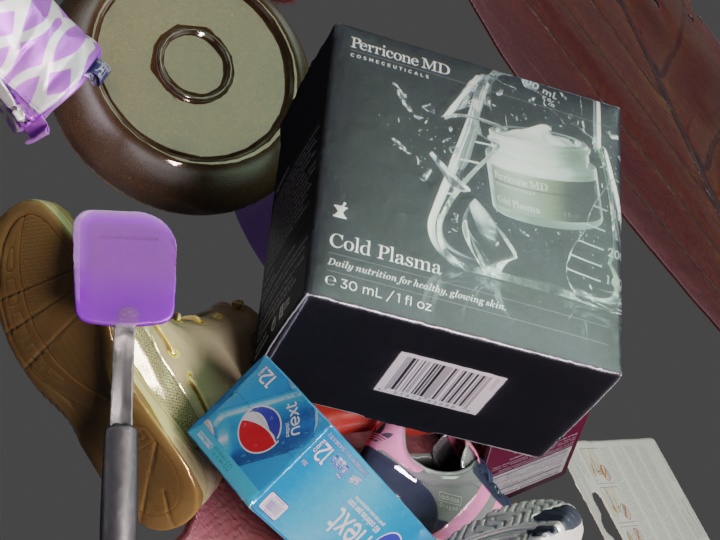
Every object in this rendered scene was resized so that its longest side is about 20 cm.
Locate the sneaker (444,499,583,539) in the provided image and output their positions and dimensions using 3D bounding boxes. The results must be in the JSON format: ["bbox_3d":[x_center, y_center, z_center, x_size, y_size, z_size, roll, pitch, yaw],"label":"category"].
[{"bbox_3d":[0.076,0.240,0.986,0.199,0.079,0.130,-42,112,-23],"label":"sneaker"}]

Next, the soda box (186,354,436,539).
[{"bbox_3d":[-0.021,0.132,0.965,0.068,0.064,0.200,43,-7,36],"label":"soda box"}]

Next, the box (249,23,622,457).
[{"bbox_3d":[0.049,-0.016,1.016,0.198,0.124,0.198,14,55,-14],"label":"box"}]

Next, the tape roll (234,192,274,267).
[{"bbox_3d":[-0.014,-0.040,1.300,0.200,0.065,0.201,40,27,-25],"label":"tape roll"}]

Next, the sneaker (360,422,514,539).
[{"bbox_3d":[0.078,0.156,1.130,0.199,0.083,0.070,19,-1,-37],"label":"sneaker"}]

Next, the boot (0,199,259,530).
[{"bbox_3d":[-0.125,0.037,0.982,0.201,0.072,0.155,58,27,-2],"label":"boot"}]

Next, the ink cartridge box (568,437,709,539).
[{"bbox_3d":[0.234,0.224,1.422,0.199,0.050,0.162,4,53,-54],"label":"ink cartridge box"}]

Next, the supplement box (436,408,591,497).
[{"bbox_3d":[0.105,0.079,1.200,0.201,0.085,0.111,95,-27,-61],"label":"supplement box"}]

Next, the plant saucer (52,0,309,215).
[{"bbox_3d":[-0.119,-0.137,1.150,0.198,0.032,0.202,9,67,-22],"label":"plant saucer"}]

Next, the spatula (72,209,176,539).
[{"bbox_3d":[-0.128,0.068,0.890,0.021,0.056,0.202,177,-86,-80],"label":"spatula"}]

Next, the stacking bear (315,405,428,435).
[{"bbox_3d":[0.000,0.000,1.130,0.120,0.114,0.202,-2,60,-8],"label":"stacking bear"}]

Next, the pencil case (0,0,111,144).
[{"bbox_3d":[-0.254,-0.169,1.030,0.200,0.084,0.086,43,49,-18],"label":"pencil case"}]
